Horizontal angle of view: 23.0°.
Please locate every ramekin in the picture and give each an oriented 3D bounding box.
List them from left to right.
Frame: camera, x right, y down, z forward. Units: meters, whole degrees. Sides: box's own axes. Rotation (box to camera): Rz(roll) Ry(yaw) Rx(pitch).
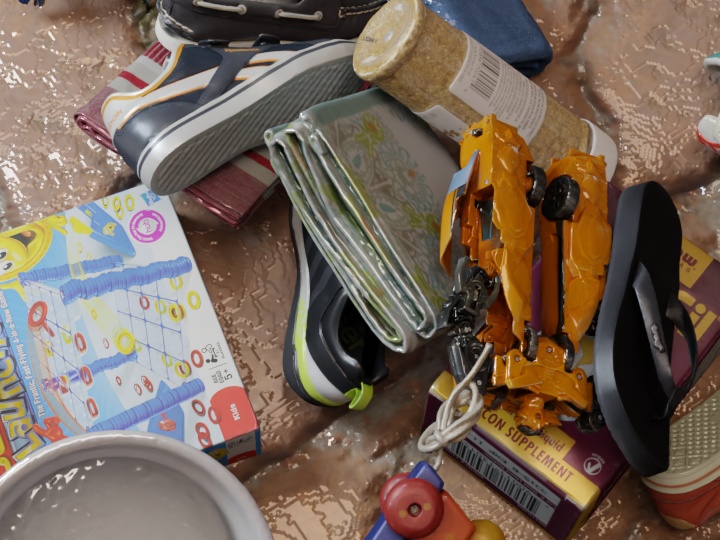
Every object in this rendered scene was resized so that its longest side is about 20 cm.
[{"bbox_3d":[-0.154,0.193,1.101,0.200,0.098,0.201,-1,93,-12],"label":"ramekin"}]

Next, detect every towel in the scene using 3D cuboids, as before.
[{"bbox_3d":[-0.090,-0.126,1.277,0.144,0.023,0.200,33,51,11],"label":"towel"},{"bbox_3d":[0.025,-0.039,1.185,0.048,0.200,0.171,-33,87,27],"label":"towel"},{"bbox_3d":[0.057,-0.221,1.321,0.112,0.049,0.200,-12,65,-45],"label":"towel"}]

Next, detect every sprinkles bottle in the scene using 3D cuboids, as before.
[{"bbox_3d":[0.089,-0.114,1.230,0.200,0.068,0.068,32,65,-28],"label":"sprinkles bottle"}]

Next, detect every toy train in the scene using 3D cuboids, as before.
[{"bbox_3d":[0.064,0.156,1.021,0.116,0.085,0.200,35,86,0],"label":"toy train"}]

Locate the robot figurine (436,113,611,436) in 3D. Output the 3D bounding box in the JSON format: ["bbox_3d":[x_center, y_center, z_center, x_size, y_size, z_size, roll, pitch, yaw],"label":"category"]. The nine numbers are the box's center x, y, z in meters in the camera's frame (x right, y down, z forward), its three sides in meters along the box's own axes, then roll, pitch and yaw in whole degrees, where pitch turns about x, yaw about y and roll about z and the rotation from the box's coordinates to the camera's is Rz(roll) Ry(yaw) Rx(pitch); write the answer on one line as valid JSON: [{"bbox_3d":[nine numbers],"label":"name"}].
[{"bbox_3d":[0.106,0.010,1.115,0.145,0.058,0.200,18,65,-28],"label":"robot figurine"}]

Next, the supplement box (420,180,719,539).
[{"bbox_3d":[0.152,0.064,1.196,0.131,0.103,0.200,36,70,13],"label":"supplement box"}]

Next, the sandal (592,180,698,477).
[{"bbox_3d":[0.183,0.029,1.105,0.043,0.076,0.200,-13,57,34],"label":"sandal"}]

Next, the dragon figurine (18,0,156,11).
[{"bbox_3d":[-0.173,-0.243,1.286,0.099,0.200,0.059,9,64,-41],"label":"dragon figurine"}]

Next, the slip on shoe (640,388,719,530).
[{"bbox_3d":[0.274,0.113,1.210,0.200,0.061,0.074,-28,31,-24],"label":"slip on shoe"}]

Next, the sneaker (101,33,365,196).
[{"bbox_3d":[-0.085,-0.126,1.213,0.200,0.078,0.079,-27,62,-34],"label":"sneaker"}]

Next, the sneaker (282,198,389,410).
[{"bbox_3d":[0.000,0.000,1.217,0.072,0.083,0.200,14,71,-39],"label":"sneaker"}]

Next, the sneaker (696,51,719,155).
[{"bbox_3d":[0.296,-0.079,1.289,0.093,0.070,0.200,-7,70,14],"label":"sneaker"}]

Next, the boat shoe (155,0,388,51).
[{"bbox_3d":[-0.053,-0.204,1.295,0.200,0.060,0.074,-8,51,-23],"label":"boat shoe"}]

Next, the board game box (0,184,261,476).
[{"bbox_3d":[-0.193,0.062,1.206,0.196,0.056,0.200,-20,70,-11],"label":"board game box"}]
